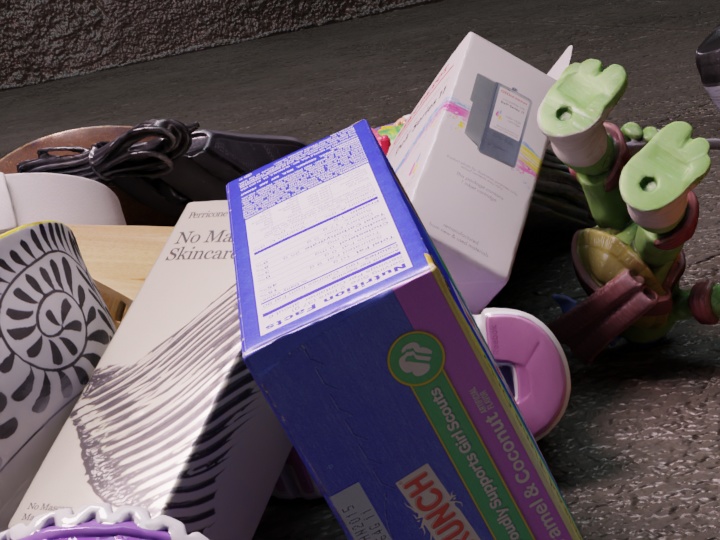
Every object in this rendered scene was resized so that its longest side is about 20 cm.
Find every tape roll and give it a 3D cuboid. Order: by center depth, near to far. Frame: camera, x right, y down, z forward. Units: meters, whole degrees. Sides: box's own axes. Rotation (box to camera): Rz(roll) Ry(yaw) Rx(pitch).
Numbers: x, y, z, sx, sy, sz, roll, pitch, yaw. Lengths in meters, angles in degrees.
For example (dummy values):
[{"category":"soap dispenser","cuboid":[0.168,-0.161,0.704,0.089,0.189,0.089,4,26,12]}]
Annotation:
[{"category":"tape roll","cuboid":[-0.236,0.000,0.930,0.202,0.037,0.203,-17,-15,-5]}]

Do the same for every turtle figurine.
[{"category":"turtle figurine","cuboid":[0.183,-0.043,0.858,0.199,0.144,0.194,-14,-31,15]}]

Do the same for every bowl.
[{"category":"bowl","cuboid":[-0.176,0.083,0.740,0.094,0.201,0.201,41,30,9]}]

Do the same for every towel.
[{"category":"towel","cuboid":[0.075,-0.067,1.182,0.199,0.048,0.171,1,-8,38]}]

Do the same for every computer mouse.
[{"category":"computer mouse","cuboid":[-0.107,-0.055,0.992,0.138,0.053,0.200,-13,-6,37]}]

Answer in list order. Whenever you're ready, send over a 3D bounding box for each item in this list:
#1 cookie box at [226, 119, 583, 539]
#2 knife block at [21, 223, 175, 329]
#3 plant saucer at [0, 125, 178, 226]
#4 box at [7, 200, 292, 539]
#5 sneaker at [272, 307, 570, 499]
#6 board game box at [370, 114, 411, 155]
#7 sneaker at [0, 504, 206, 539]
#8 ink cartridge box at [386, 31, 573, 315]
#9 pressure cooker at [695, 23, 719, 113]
[{"category":"cookie box","cuboid":[0.019,0.049,0.616,0.075,0.172,0.200,-27,21,3]},{"category":"knife block","cuboid":[-0.083,0.012,0.906,0.199,0.064,0.176,27,33,6]},{"category":"plant saucer","cuboid":[-0.180,-0.023,1.105,0.199,0.201,0.035,-9,53,-1]},{"category":"box","cuboid":[-0.074,0.059,0.713,0.082,0.069,0.200,-2,46,27]},{"category":"sneaker","cuboid":[0.014,0.067,0.798,0.199,0.081,0.088,-10,-1,16]},{"category":"board game box","cuboid":[0.051,-0.101,1.063,0.157,0.039,0.200,-2,21,25]},{"category":"sneaker","cuboid":[-0.143,0.143,0.579,0.199,0.081,0.089,-1,34,-2]},{"category":"ink cartridge box","cuboid":[0.051,-0.050,0.881,0.067,0.117,0.200,28,48,-8]},{"category":"pressure cooker","cuboid":[0.329,-0.098,0.984,0.178,0.200,0.176,-27,9,40]}]
